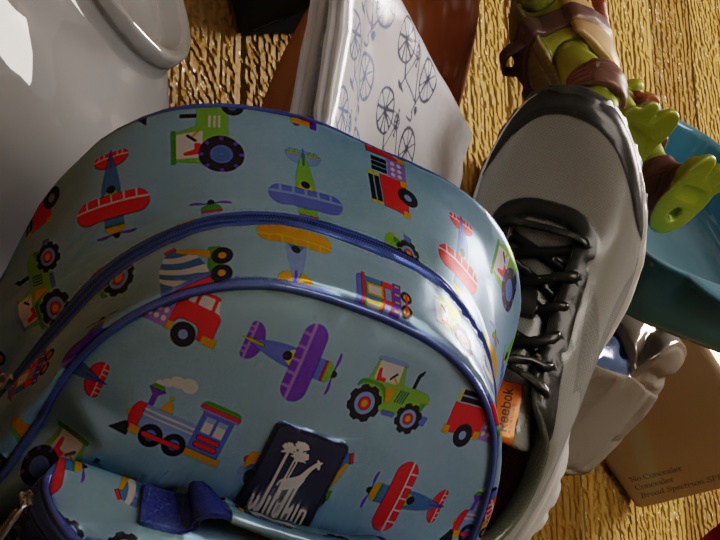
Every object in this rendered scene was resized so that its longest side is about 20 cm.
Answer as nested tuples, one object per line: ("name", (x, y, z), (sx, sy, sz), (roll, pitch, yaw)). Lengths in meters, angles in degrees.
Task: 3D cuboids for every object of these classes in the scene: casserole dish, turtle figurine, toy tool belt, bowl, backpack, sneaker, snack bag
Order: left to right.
("bowl", (-0.119, -0.092, 0.847), (0.202, 0.090, 0.201), (58, 14, -24))
("backpack", (-0.038, 0.061, 0.754), (0.182, 0.201, 0.135), (23, 25, -24))
("snack bag", (0.000, 0.000, 0.934), (0.189, 0.021, 0.201), (58, 40, -62))
("toy tool belt", (0.056, 0.028, 1.144), (0.123, 0.125, 0.200), (45, 12, 23))
("sneaker", (0.067, 0.026, 0.988), (0.079, 0.073, 0.201), (-39, 144, -82))
("turtle figurine", (0.091, -0.099, 1.091), (0.200, 0.064, 0.162), (57, 6, -48))
("casserole dish", (0.137, -0.023, 1.146), (0.121, 0.039, 0.200), (21, 26, -24))

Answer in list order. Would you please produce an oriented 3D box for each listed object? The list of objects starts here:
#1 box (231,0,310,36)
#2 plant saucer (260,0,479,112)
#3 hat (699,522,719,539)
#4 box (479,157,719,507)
("box", (-0.019, -0.216, 1.166), (0.141, 0.079, 0.201), (-12, 85, -59))
("plant saucer", (-0.004, -0.054, 1.050), (0.200, 0.037, 0.201), (22, 90, -76))
("hat", (0.149, 0.213, 1.118), (0.200, 0.175, 0.166), (55, 32, -29))
("box", (0.142, 0.023, 1.304), (0.200, 0.095, 0.078), (52, 35, -30))
